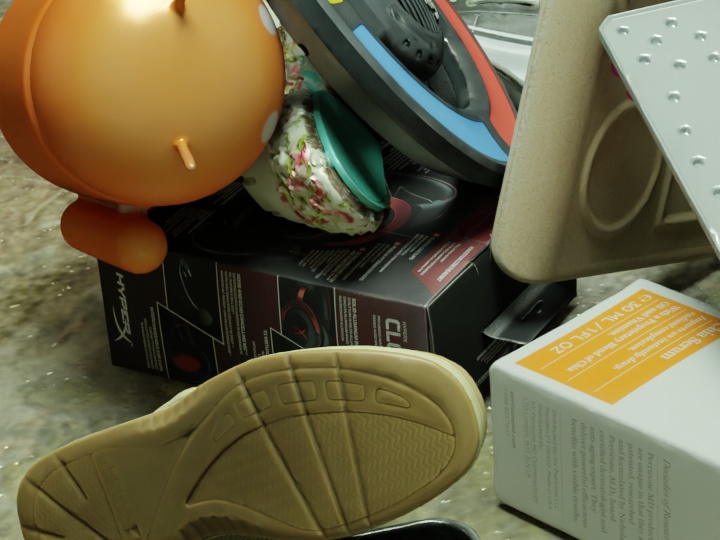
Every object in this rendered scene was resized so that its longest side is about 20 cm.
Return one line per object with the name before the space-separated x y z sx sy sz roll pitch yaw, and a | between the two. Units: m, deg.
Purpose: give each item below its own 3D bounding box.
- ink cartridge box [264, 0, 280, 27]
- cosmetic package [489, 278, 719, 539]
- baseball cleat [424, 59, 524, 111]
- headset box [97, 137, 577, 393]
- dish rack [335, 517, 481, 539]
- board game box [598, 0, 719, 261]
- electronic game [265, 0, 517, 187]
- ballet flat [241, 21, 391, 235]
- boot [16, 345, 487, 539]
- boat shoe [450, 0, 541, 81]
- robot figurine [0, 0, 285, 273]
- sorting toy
ink cartridge box | -0.013 -0.171 1.459 0.200 0.145 0.083 12 -2 28
cosmetic package | 0.158 0.079 1.058 0.200 0.071 0.101 23 38 40
baseball cleat | 0.014 -0.072 1.323 0.200 0.107 0.070 2 48 15
headset box | 0.000 0.000 1.224 0.200 0.075 0.149 11 32 27
dish rack | -0.004 0.172 0.926 0.153 0.055 0.200 -12 29 -12
board game box | 0.224 -0.056 1.082 0.200 0.026 0.200 -13 46 -9
electronic game | 0.008 -0.120 1.187 0.042 0.200 0.200 -39 22 17
ballet flat | -0.024 -0.059 1.205 0.064 0.076 0.200 -33 21 15
boot | -0.016 0.067 1.032 0.200 0.073 0.155 -21 -3 28
boat shoe | 0.073 -0.114 1.343 0.200 0.072 0.071 9 61 13
robot figurine | -0.100 -0.085 1.162 0.144 0.117 0.200 -49 16 -9
sorting toy | 0.142 -0.091 1.207 0.036 0.185 0.200 24 20 40
